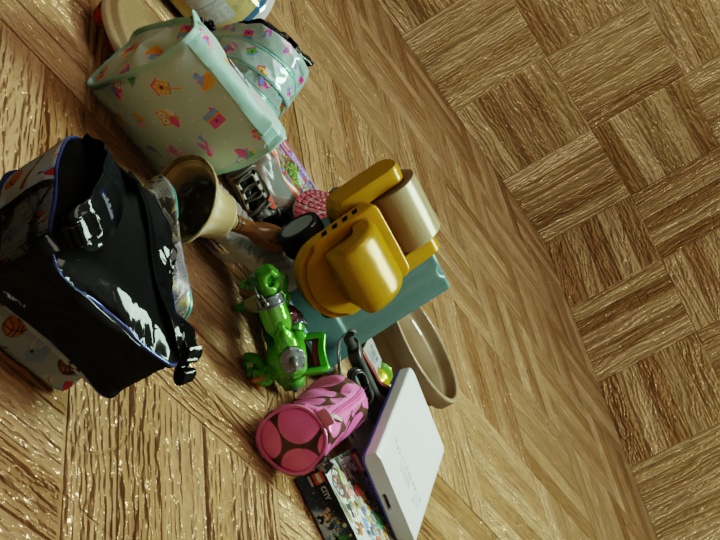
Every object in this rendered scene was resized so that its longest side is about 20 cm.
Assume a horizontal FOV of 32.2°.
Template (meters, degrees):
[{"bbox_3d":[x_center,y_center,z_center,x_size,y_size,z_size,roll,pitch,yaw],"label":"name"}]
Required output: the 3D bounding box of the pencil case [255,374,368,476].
[{"bbox_3d":[-0.047,0.172,1.426,0.091,0.094,0.200,47,13,3],"label":"pencil case"}]

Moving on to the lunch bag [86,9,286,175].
[{"bbox_3d":[-0.187,-0.195,1.407,0.171,0.199,0.122,51,59,-25],"label":"lunch bag"}]

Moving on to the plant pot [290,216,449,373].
[{"bbox_3d":[0.000,0.000,1.628,0.202,0.195,0.200,62,3,-5],"label":"plant pot"}]

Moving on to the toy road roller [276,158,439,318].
[{"bbox_3d":[0.014,-0.026,1.452,0.124,0.199,0.146,60,-14,-23],"label":"toy road roller"}]

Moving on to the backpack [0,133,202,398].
[{"bbox_3d":[-0.234,-0.008,1.041,0.192,0.153,0.200,-92,156,-44],"label":"backpack"}]

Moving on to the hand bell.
[{"bbox_3d":[-0.142,-0.055,1.447,0.199,0.104,0.105,23,40,-53],"label":"hand bell"}]

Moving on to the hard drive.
[{"bbox_3d":[0.056,0.228,1.545,0.200,0.025,0.133,-61,133,-61],"label":"hard drive"}]

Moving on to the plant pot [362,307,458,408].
[{"bbox_3d":[0.059,0.126,1.856,0.202,0.092,0.201,55,15,-23],"label":"plant pot"}]

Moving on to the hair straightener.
[{"bbox_3d":[0.016,0.158,1.568,0.077,0.041,0.201,-74,149,-51],"label":"hair straightener"}]

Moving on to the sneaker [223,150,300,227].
[{"bbox_3d":[-0.136,-0.112,1.691,0.200,0.077,0.082,47,27,-40],"label":"sneaker"}]

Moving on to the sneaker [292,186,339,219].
[{"bbox_3d":[-0.041,-0.067,1.769,0.080,0.075,0.200,28,14,17],"label":"sneaker"}]

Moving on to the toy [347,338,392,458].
[{"bbox_3d":[-0.003,0.179,1.634,0.116,0.047,0.200,68,23,-14],"label":"toy"}]

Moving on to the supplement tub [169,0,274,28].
[{"bbox_3d":[-0.231,-0.448,1.839,0.200,0.144,0.145,46,21,-43],"label":"supplement tub"}]

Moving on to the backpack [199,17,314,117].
[{"bbox_3d":[-0.151,-0.258,1.674,0.166,0.127,0.199,33,-14,-25],"label":"backpack"}]

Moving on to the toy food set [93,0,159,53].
[{"bbox_3d":[-0.267,-0.256,1.568,0.201,0.048,0.198,62,15,4],"label":"toy food set"}]

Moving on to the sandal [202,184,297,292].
[{"bbox_3d":[-0.160,-0.039,1.516,0.203,0.050,0.082,44,31,2],"label":"sandal"}]

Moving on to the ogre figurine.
[{"bbox_3d":[-0.093,0.071,1.437,0.200,0.097,0.121,-47,-120,60],"label":"ogre figurine"}]

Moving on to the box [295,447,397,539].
[{"bbox_3d":[0.005,0.313,1.451,0.201,0.037,0.136,63,15,7],"label":"box"}]

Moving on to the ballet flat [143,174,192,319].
[{"bbox_3d":[-0.220,-0.033,1.295,0.072,0.072,0.201,43,22,-47],"label":"ballet flat"}]

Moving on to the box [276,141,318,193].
[{"bbox_3d":[-0.092,-0.101,1.873,0.201,0.039,0.137,56,16,-17],"label":"box"}]
